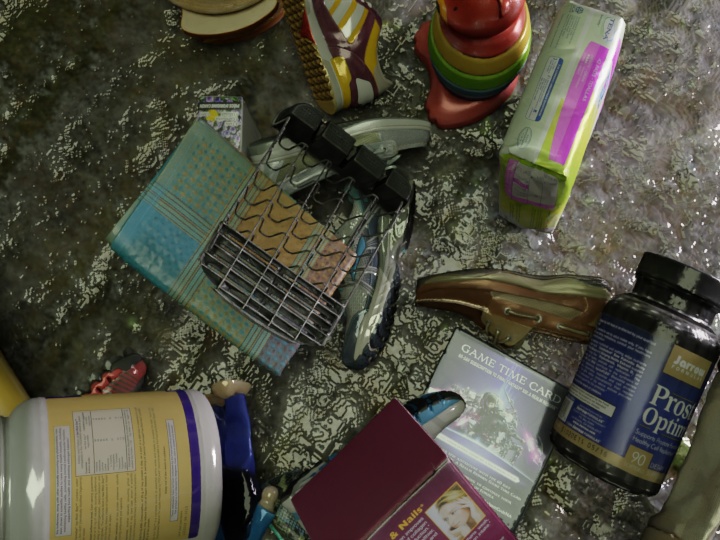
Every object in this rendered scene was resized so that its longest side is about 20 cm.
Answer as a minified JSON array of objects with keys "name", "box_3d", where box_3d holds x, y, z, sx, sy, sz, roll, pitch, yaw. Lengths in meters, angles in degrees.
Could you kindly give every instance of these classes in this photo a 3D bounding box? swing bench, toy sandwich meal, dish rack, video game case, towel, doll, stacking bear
[{"name":"swing bench","box_3d":[0.357,0.187,0.723,0.198,0.129,0.202,32,82,-13]},{"name":"toy sandwich meal","box_3d":[-0.149,-0.353,0.909,0.199,0.070,0.211,-1,77,3]},{"name":"dish rack","box_3d":[-0.050,-0.039,0.751,0.152,0.054,0.203,34,72,-12]},{"name":"video game case","box_3d":[0.112,0.180,0.824,0.141,0.019,0.203,27,82,7]},{"name":"towel","box_3d":[-0.114,-0.020,0.762,0.199,0.022,0.148,39,71,-12]},{"name":"doll","box_3d":[-0.129,0.216,0.792,0.135,0.048,0.204,-30,59,37]},{"name":"stacking bear","box_3d":[0.113,-0.236,0.803,0.111,0.200,0.125,-10,79,1]}]

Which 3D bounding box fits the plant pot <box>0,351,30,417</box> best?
[{"name":"plant pot","box_3d":[-0.419,0.118,0.787,0.201,0.201,0.189,-45,96,-5]}]

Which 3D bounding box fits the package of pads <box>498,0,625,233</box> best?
[{"name":"package of pads","box_3d":[0.184,-0.130,0.781,0.067,0.200,0.158,21,83,13]}]

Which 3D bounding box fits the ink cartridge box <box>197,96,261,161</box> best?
[{"name":"ink cartridge box","box_3d":[-0.135,-0.060,0.833,0.049,0.109,0.206,1,81,3]}]

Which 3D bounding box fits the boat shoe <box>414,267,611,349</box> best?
[{"name":"boat shoe","box_3d":[0.151,0.040,0.819,0.194,0.076,0.076,3,84,5]}]

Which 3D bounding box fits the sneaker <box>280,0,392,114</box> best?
[{"name":"sneaker","box_3d":[-0.028,-0.273,0.866,0.089,0.075,0.205,-22,108,-22]}]

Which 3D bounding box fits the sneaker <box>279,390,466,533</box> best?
[{"name":"sneaker","box_3d":[0.025,0.191,0.782,0.198,0.075,0.088,-33,91,-11]}]

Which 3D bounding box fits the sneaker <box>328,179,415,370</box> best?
[{"name":"sneaker","box_3d":[0.000,0.000,0.841,0.084,0.078,0.205,10,72,11]}]

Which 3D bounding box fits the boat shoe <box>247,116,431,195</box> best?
[{"name":"boat shoe","box_3d":[-0.016,-0.117,0.843,0.198,0.074,0.066,-15,103,-25]}]

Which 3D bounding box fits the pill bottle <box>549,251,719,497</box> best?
[{"name":"pill bottle","box_3d":[0.263,0.093,0.767,0.110,0.112,0.204,23,94,7]}]

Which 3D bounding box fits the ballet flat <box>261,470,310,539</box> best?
[{"name":"ballet flat","box_3d":[-0.026,0.280,0.791,0.074,0.074,0.202,-36,82,-3]}]

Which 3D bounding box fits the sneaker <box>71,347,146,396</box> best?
[{"name":"sneaker","box_3d":[-0.261,0.179,0.821,0.097,0.071,0.203,31,80,1]}]

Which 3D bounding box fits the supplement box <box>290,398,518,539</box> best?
[{"name":"supplement box","box_3d":[0.054,0.234,0.709,0.130,0.103,0.201,-41,121,-5]}]

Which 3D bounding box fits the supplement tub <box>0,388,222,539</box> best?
[{"name":"supplement tub","box_3d":[-0.229,0.182,0.714,0.195,0.145,0.149,1,79,-25]}]
